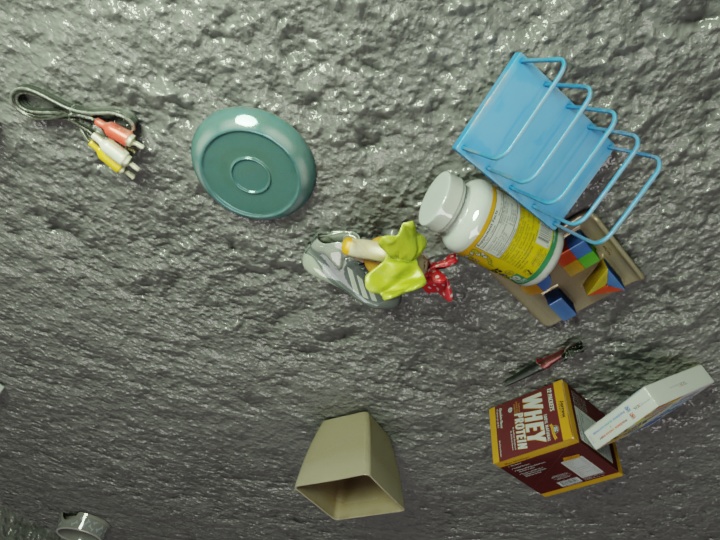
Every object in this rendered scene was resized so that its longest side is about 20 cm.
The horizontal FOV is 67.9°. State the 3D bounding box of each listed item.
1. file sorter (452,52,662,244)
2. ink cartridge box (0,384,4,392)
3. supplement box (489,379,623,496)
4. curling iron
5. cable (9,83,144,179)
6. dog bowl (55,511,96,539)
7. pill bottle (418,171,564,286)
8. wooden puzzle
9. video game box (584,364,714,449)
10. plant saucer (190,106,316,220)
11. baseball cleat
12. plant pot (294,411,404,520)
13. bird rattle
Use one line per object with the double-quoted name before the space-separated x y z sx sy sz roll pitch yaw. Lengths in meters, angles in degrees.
"file sorter" 0.245 -0.145 0.661 0.198 0.123 0.140 32 100 -23
"ink cartridge box" -1.045 0.269 1.342 0.194 0.044 0.202 -15 129 22
"supplement box" 0.423 0.375 1.177 0.199 0.135 0.196 36 129 -26
"curling iron" 0.363 0.187 1.073 0.049 0.026 0.199 -5 155 -45
"cable" -0.403 -0.214 0.769 0.197 0.051 0.097 26 131 -19
"dog bowl" -1.064 0.989 2.042 0.195 0.059 0.203 4 134 4
"pill bottle" 0.190 -0.064 0.791 0.197 0.114 0.113 24 133 -16
"wooden puzzle" 0.344 0.014 0.894 0.198 0.047 0.184 -33 123 33
"video game box" 0.567 0.269 1.052 0.196 0.047 0.184 -9 141 -30
"plant saucer" -0.166 -0.151 0.817 0.195 0.028 0.203 3 135 3
"baseball cleat" 0.000 0.000 0.913 0.196 0.071 0.107 22 127 -19
"plant pot" -0.016 0.463 1.292 0.196 0.180 0.201 -17 131 23
"bird rattle" 0.061 -0.022 0.824 0.160 0.199 0.116 15 97 27
